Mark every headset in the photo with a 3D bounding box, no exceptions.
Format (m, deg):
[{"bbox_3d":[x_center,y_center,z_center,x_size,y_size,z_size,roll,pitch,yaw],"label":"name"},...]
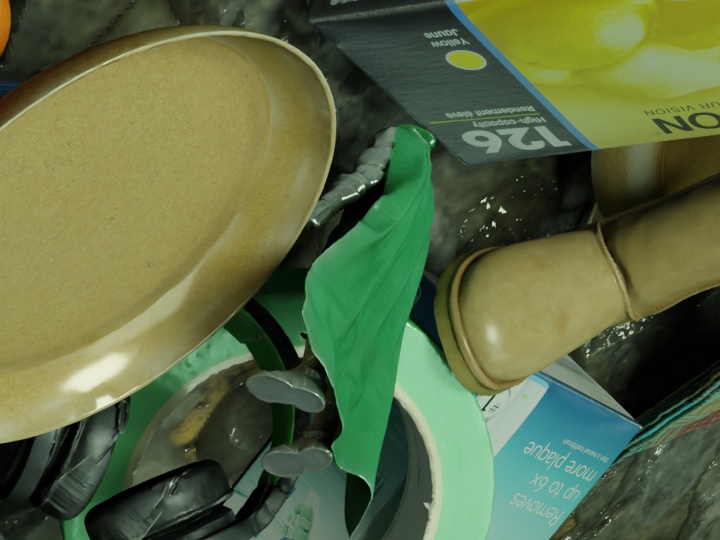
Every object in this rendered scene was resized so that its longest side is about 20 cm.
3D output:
[{"bbox_3d":[-0.098,0.087,0.846,0.123,0.094,0.200,42,68,-12],"label":"headset"}]

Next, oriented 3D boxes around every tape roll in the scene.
[{"bbox_3d":[-0.039,0.100,0.957,0.200,0.048,0.201,-4,105,-13],"label":"tape roll"}]

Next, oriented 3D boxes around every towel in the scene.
[{"bbox_3d":[0.238,0.058,1.197,0.147,0.022,0.200,-17,164,-30],"label":"towel"}]

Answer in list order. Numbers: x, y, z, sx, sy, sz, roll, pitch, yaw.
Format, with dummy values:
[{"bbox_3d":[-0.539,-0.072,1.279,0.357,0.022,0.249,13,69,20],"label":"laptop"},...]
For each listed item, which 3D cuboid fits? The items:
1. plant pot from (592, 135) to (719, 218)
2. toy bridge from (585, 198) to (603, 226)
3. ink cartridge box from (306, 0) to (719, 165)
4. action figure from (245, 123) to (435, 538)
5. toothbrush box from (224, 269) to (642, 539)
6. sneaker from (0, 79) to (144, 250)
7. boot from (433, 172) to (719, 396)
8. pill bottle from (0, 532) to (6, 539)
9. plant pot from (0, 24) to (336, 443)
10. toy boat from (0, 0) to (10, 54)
[{"bbox_3d":[0.206,-0.087,1.063,0.200,0.027,0.200,-22,133,-26],"label":"plant pot"},{"bbox_3d":[0.172,-0.067,1.095,0.200,0.027,0.067,-51,141,6],"label":"toy bridge"},{"bbox_3d":[0.110,-0.089,0.898,0.200,0.197,0.047,38,54,-49],"label":"ink cartridge box"},{"bbox_3d":[0.000,0.000,0.877,0.200,0.055,0.118,-68,159,-49],"label":"action figure"},{"bbox_3d":[0.027,0.115,1.083,0.200,0.085,0.146,-50,141,9],"label":"toothbrush box"},{"bbox_3d":[-0.119,-0.036,0.817,0.200,0.078,0.075,-24,137,-25],"label":"sneaker"},{"bbox_3d":[0.150,-0.015,0.949,0.200,0.066,0.175,-22,-176,32],"label":"boot"},{"bbox_3d":[-0.228,0.188,0.894,0.200,0.112,0.112,-38,141,-10],"label":"pill bottle"},{"bbox_3d":[-0.097,-0.015,0.755,0.200,0.027,0.200,-31,151,-20],"label":"plant pot"},{"bbox_3d":[-0.172,-0.087,0.689,0.131,0.130,0.200,-8,130,-50],"label":"toy boat"}]
